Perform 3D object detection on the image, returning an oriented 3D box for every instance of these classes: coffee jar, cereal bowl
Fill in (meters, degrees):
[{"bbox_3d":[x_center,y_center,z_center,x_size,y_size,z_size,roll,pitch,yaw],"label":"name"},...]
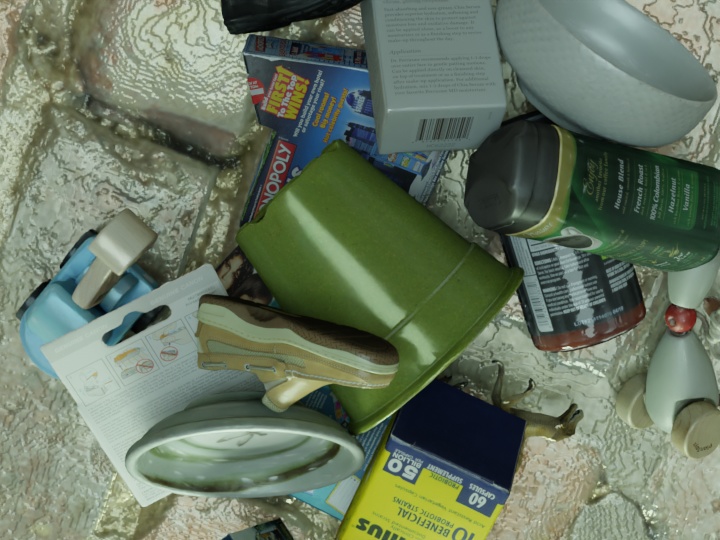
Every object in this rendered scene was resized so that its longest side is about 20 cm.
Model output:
[{"bbox_3d":[0.187,-0.059,1.236,0.198,0.104,0.086,12,79,-21],"label":"coffee jar"},{"bbox_3d":[0.191,-0.166,1.278,0.199,0.200,0.084,32,117,-1],"label":"cereal bowl"}]

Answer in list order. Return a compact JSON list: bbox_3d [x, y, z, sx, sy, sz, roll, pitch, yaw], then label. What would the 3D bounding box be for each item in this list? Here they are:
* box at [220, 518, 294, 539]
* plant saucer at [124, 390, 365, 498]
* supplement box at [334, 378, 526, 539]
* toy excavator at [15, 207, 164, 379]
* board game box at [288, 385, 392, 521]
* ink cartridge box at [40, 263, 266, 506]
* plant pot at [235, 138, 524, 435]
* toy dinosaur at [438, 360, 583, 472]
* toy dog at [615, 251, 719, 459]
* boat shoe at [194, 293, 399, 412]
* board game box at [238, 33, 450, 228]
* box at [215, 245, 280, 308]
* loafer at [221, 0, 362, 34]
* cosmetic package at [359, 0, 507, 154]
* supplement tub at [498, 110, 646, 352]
[{"bbox_3d":[-0.053,0.321,1.388,0.038,0.137,0.201,-37,78,10],"label":"box"},{"bbox_3d":[-0.096,0.140,1.288,0.198,0.200,0.051,-7,66,7],"label":"plant saucer"},{"bbox_3d":[0.049,0.207,1.321,0.108,0.110,0.201,24,121,1],"label":"supplement box"},{"bbox_3d":[-0.230,0.023,1.346,0.100,0.200,0.195,41,102,-3],"label":"toy excavator"},{"bbox_3d":[-0.004,0.150,1.423,0.199,0.047,0.152,27,101,0],"label":"board game box"},{"bbox_3d":[-0.161,0.091,1.324,0.160,0.050,0.201,-27,124,-1],"label":"ink cartridge box"},{"bbox_3d":[0.000,0.000,1.287,0.200,0.200,0.190,-43,95,11],"label":"plant pot"},{"bbox_3d":[0.095,0.144,1.360,0.199,0.058,0.102,-22,98,8],"label":"toy dinosaur"},{"bbox_3d":[0.299,0.068,1.351,0.132,0.096,0.201,52,138,32],"label":"toy dog"},{"bbox_3d":[-0.052,0.073,1.202,0.199,0.071,0.077,14,94,44],"label":"boat shoe"},{"bbox_3d":[-0.026,-0.117,1.358,0.198,0.062,0.201,21,112,-7],"label":"board game box"},{"bbox_3d":[-0.140,0.073,1.402,0.200,0.049,0.082,-46,49,11],"label":"box"},{"bbox_3d":[-0.060,-0.243,1.298,0.068,0.200,0.071,-14,98,-33],"label":"loafer"},{"bbox_3d":[0.055,-0.200,1.284,0.100,0.071,0.202,-2,64,-7],"label":"cosmetic package"},{"bbox_3d":[0.172,-0.038,1.343,0.106,0.107,0.202,-17,97,8],"label":"supplement tub"}]
